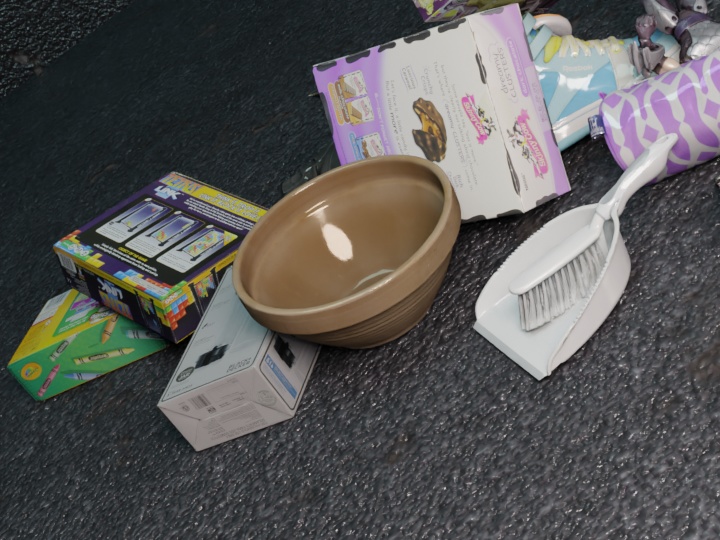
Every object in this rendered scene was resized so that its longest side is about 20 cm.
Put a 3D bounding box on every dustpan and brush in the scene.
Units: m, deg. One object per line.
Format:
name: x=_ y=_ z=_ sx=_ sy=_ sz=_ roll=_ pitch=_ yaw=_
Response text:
dustpan and brush: x=0.169 y=-0.021 z=1.055 sx=0.200 sy=0.057 sz=0.140 roll=-39 pitch=23 yaw=-5

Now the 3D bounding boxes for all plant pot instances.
plant pot: x=0.000 y=0.000 z=1.191 sx=0.200 sy=0.093 sz=0.201 roll=-19 pitch=33 yaw=13

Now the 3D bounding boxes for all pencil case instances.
pencil case: x=0.278 y=-0.136 z=1.082 sx=0.199 sy=0.084 sz=0.086 roll=-22 pitch=58 yaw=27

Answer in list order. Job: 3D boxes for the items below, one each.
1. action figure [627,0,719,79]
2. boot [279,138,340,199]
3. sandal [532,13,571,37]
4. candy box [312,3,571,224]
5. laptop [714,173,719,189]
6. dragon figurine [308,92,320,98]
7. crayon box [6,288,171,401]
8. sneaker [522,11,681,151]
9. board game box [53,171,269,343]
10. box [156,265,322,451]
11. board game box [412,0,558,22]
action figure: x=0.268 y=-0.211 z=1.181 sx=0.130 sy=0.070 sz=0.200 roll=-17 pitch=54 yaw=-18
boot: x=-0.031 y=-0.122 z=1.517 sx=0.131 sy=0.070 sz=0.200 roll=-35 pitch=19 yaw=17
sandal: x=0.137 y=-0.215 z=1.374 sx=0.207 sy=0.079 sz=0.060 roll=-34 pitch=58 yaw=58
candy box: x=0.068 y=-0.125 z=1.243 sx=0.071 sy=0.169 sz=0.200 roll=-23 pitch=10 yaw=-42
laptop: x=0.346 y=-0.061 z=0.948 sx=0.187 sy=0.116 sz=0.200 roll=-31 pitch=-4 yaw=13
dragon figurine: x=0.052 y=-0.153 z=1.365 sx=0.059 sy=0.200 sz=0.100 roll=-50 pitch=-11 yaw=-33
crayon box: x=-0.275 y=0.056 z=1.536 sx=0.199 sy=0.058 sz=0.119 roll=-23 pitch=28 yaw=29
sneaker: x=0.186 y=-0.191 z=1.246 sx=0.200 sy=0.131 sz=0.080 roll=-34 pitch=8 yaw=7
board game box: x=-0.190 y=-0.018 z=1.449 sx=0.165 sy=0.057 sz=0.200 roll=-34 pitch=38 yaw=-30
box: x=-0.091 y=0.059 z=1.272 sx=0.116 sy=0.060 sz=0.200 roll=-23 pitch=28 yaw=29
board game box: x=0.145 y=-0.263 z=1.241 sx=0.200 sy=0.032 sz=0.120 roll=-17 pitch=-19 yaw=-51
